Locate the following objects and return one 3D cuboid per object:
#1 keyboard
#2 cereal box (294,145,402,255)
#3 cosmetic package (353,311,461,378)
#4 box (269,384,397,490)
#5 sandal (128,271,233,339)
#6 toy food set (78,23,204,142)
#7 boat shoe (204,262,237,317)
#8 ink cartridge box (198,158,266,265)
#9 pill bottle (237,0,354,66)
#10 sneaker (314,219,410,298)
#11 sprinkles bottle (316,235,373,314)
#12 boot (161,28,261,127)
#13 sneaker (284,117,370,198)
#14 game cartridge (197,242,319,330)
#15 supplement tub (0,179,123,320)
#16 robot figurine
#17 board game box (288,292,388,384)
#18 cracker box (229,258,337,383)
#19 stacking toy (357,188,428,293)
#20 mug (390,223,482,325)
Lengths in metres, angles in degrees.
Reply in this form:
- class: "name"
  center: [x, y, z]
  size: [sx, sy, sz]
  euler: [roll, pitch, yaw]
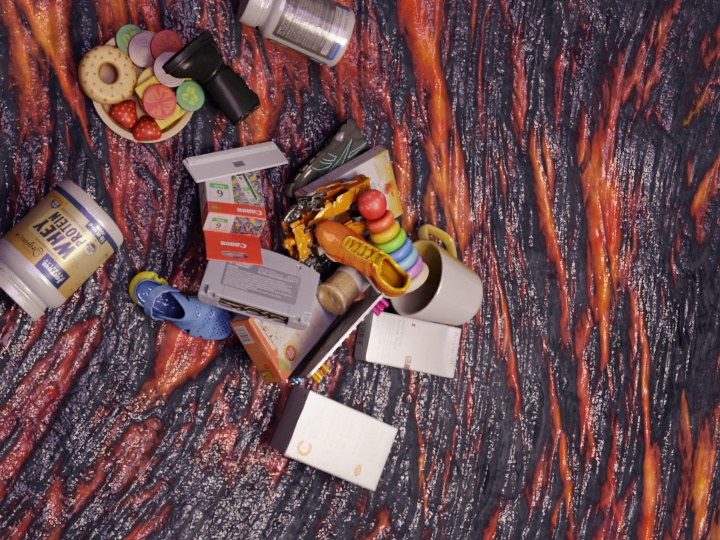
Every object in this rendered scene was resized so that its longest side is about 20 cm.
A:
- class: "keyboard"
  center: [-0.223, -0.196, 1.713]
  size: [0.197, 0.011, 0.057]
  euler: [-18, 64, -37]
- class: "cereal box"
  center: [-0.019, -0.127, 1.797]
  size: [0.198, 0.039, 0.146]
  euler: [-32, 127, -20]
- class: "cosmetic package"
  center: [0.092, 0.142, 1.855]
  size: [0.196, 0.074, 0.104]
  euler: [11, 86, -21]
- class: "box"
  center: [-0.050, 0.313, 1.782]
  size: [0.197, 0.097, 0.127]
  euler: [26, 81, -21]
- class: "sandal"
  center: [-0.313, 0.073, 1.672]
  size: [0.197, 0.087, 0.081]
  euler: [22, 96, -20]
- class: "toy food set"
  center: [-0.378, -0.328, 1.669]
  size: [0.197, 0.048, 0.202]
  euler: [-39, 104, -18]
- class: "boat shoe"
  center: [-0.241, -0.006, 1.713]
  size: [0.084, 0.074, 0.207]
  euler: [-1, 90, -23]
- class: "ink cartridge box"
  center: [-0.224, -0.106, 1.673]
  size: [0.107, 0.051, 0.203]
  euler: [6, 49, -22]
- class: "pill bottle"
  center: [-0.119, -0.464, 1.742]
  size: [0.197, 0.113, 0.116]
  euler: [20, 83, -22]
- class: "sneaker"
  center: [0.008, -0.029, 1.674]
  size: [0.198, 0.077, 0.074]
  euler: [34, 64, -11]
- class: "sprinkles bottle"
  center: [0.000, 0.000, 1.782]
  size: [0.200, 0.068, 0.069]
  euler: [-45, 107, -39]
- class: "boot"
  center: [-0.253, -0.324, 1.652]
  size: [0.073, 0.199, 0.164]
  euler: [-29, 108, 19]
- class: "sneaker"
  center: [-0.059, -0.199, 1.789]
  size: [0.200, 0.075, 0.080]
  euler: [-46, 108, -16]
- class: "game cartridge"
  center: [-0.172, 0.022, 1.645]
  size: [0.196, 0.041, 0.135]
  euler: [17, 50, -6]
- class: "supplement tub"
  center: [-0.506, -0.032, 1.565]
  size: [0.145, 0.144, 0.200]
  euler: [47, 74, -16]
- class: "robot figurine"
  center: [-0.062, -0.089, 1.721]
  size: [0.198, 0.058, 0.147]
  euler: [-27, 124, -23]
- class: "board game box"
  center: [-0.043, 0.128, 1.727]
  size: [0.026, 0.200, 0.200]
  euler: [45, 74, -6]
- class: "cracker box"
  center: [-0.133, 0.086, 1.716]
  size: [0.200, 0.057, 0.136]
  euler: [-49, 118, -43]
- class: "stacking toy"
  center: [0.050, -0.057, 1.729]
  size: [0.085, 0.085, 0.202]
  euler: [-39, 120, -18]
- class: "mug"
  center: [0.164, 0.018, 1.846]
  size: [0.151, 0.148, 0.190]
  euler: [21, 86, -37]
